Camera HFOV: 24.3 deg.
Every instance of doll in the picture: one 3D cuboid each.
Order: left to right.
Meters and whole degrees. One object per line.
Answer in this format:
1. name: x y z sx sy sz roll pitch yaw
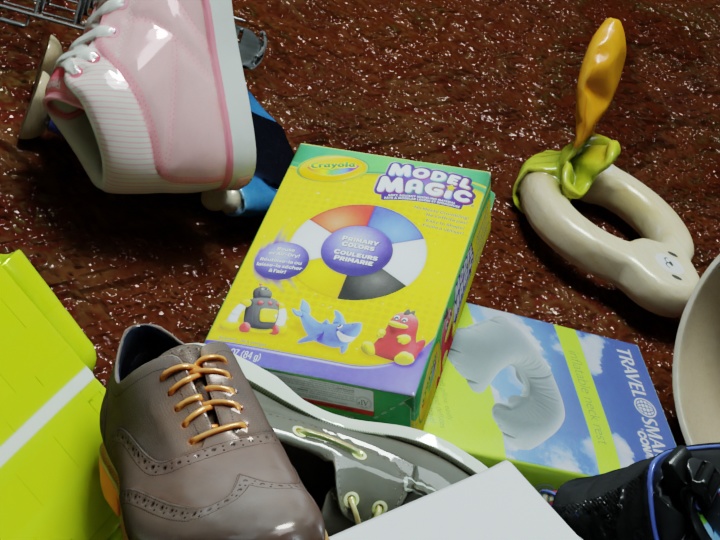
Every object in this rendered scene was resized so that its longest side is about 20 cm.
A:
1. doll: -0.096 -0.081 0.989 0.198 0.049 0.137 19 37 -15

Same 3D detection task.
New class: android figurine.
1. android figurine: -0.173 0.060 0.719 0.201 0.041 0.182 51 34 -8

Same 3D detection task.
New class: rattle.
1. rattle: 0.205 -0.042 1.090 0.130 0.143 0.200 15 26 -52

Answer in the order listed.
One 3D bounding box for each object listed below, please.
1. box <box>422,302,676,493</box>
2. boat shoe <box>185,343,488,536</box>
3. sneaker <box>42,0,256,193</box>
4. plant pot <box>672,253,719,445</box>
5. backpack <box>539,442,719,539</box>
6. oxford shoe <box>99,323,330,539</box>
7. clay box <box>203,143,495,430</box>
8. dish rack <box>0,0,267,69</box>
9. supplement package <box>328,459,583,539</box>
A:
1. box: 0.096 0.082 0.927 0.198 0.048 0.123 13 38 -22
2. boat shoe: -0.016 0.104 0.798 0.200 0.073 0.060 24 36 2
3. sneaker: -0.126 -0.136 0.904 0.104 0.075 0.203 -10 87 -21
4. plant pot: 0.319 0.066 1.017 0.199 0.188 0.188 8 38 -50
5. backpack: 0.184 0.186 0.783 0.181 0.134 0.202 -1 73 -35
6. oxford shoe: -0.065 0.070 0.650 0.071 0.074 0.200 -10 14 -23
7. clay box: 0.000 0.000 0.894 0.114 0.048 0.201 9 45 12
8. dish rack: -0.149 -0.172 1.014 0.198 0.055 0.154 16 18 -6
9. supplement package: 0.014 0.182 0.674 0.199 0.120 0.121 -14 51 -45
